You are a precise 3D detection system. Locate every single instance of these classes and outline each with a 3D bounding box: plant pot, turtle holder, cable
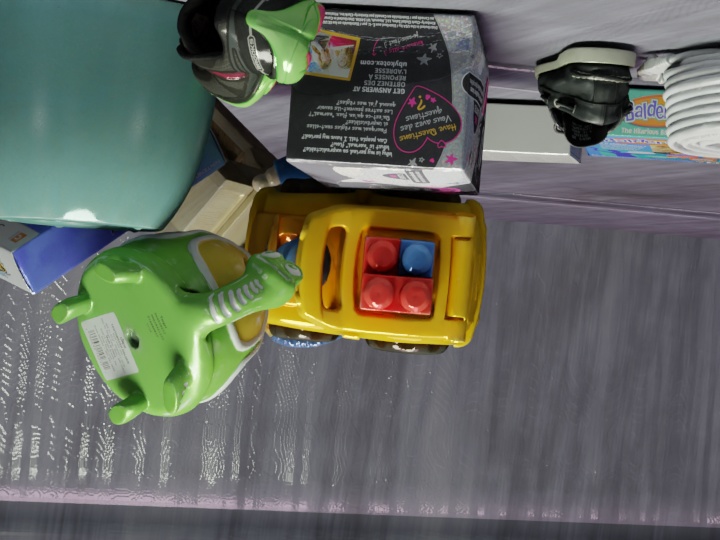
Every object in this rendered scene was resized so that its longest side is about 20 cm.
[{"bbox_3d":[-0.202,-0.112,1.354,0.199,0.162,0.201,3,179,0],"label":"plant pot"},{"bbox_3d":[-0.134,0.023,1.384,0.131,0.141,0.186,-28,157,-41],"label":"turtle holder"},{"bbox_3d":[0.323,-0.121,1.345,0.199,0.070,0.200,5,178,-22],"label":"cable"}]

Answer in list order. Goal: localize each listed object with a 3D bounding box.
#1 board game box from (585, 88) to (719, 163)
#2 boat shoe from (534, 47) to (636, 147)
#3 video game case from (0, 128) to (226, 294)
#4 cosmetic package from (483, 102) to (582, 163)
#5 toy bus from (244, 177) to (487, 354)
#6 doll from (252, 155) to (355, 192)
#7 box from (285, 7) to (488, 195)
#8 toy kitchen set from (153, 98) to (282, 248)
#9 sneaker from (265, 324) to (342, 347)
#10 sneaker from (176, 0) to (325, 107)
[{"bbox_3d":[0.276,-0.129,1.642,0.151,0.045,0.200,4,179,10],"label":"board game box"},{"bbox_3d":[0.177,-0.131,1.430,0.074,0.067,0.199,4,179,-6],"label":"boat shoe"},{"bbox_3d":[-0.239,-0.069,1.518,0.200,0.046,0.181,-36,-150,-23],"label":"video game case"},{"bbox_3d":[0.111,-0.135,1.752,0.199,0.051,0.083,4,177,14],"label":"cosmetic package"},{"bbox_3d":[0.000,0.000,1.425,0.199,0.137,0.192,5,-176,3],"label":"toy bus"},{"bbox_3d":[-0.038,-0.065,1.576,0.136,0.200,0.049,12,-142,-34],"label":"doll"},{"bbox_3d":[0.026,-0.119,1.343,0.131,0.116,0.200,4,179,7],"label":"box"},{"bbox_3d":[-0.179,-0.065,1.661,0.180,0.163,0.200,46,-168,19],"label":"toy kitchen set"},{"bbox_3d":[0.003,-0.004,1.562,0.200,0.075,0.088,-36,-177,1],"label":"sneaker"},{"bbox_3d":[-0.083,-0.161,1.217,0.083,0.077,0.200,22,170,-15],"label":"sneaker"}]
